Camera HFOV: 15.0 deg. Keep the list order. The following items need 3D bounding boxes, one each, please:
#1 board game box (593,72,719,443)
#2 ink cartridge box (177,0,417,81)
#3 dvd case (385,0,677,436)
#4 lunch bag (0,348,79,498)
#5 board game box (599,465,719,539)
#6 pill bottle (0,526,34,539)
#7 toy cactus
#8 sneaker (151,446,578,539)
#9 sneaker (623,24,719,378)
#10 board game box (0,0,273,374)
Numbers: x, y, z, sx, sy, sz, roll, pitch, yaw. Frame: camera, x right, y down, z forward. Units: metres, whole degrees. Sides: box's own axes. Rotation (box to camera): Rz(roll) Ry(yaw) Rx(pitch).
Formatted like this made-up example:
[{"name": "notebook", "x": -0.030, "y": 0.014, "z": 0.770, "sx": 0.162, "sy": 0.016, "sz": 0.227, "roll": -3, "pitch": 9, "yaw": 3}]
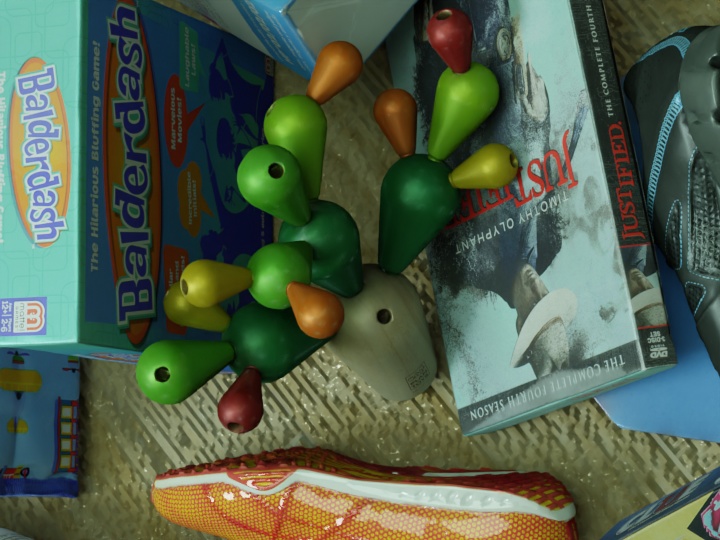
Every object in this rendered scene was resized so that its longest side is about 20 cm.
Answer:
[{"name": "board game box", "x": 0.179, "y": -0.004, "z": 1.152, "sx": 0.200, "sy": 0.039, "sz": 0.158, "roll": 7, "pitch": 94, "yaw": 24}, {"name": "ink cartridge box", "x": -0.053, "y": -0.176, "z": 1.204, "sx": 0.200, "sy": 0.068, "sz": 0.115, "roll": 33, "pitch": 78, "yaw": 36}, {"name": "dvd case", "x": 0.068, "y": -0.040, "z": 1.162, "sx": 0.146, "sy": 0.022, "sz": 0.200, "roll": -25, "pitch": 74, "yaw": 58}, {"name": "lunch bag", "x": -0.236, "y": 0.033, "z": 1.295, "sx": 0.200, "sy": 0.094, "sz": 0.151, "roll": -4, "pitch": 83, "yaw": 33}, {"name": "board game box", "x": 0.191, "y": 0.127, "z": 1.059, "sx": 0.136, "sy": 0.035, "sz": 0.200, "roll": 54, "pitch": 139, "yaw": 0}, {"name": "pill bottle", "x": -0.158, "y": 0.177, "z": 1.225, "sx": 0.200, "sy": 0.111, "sz": 0.112, "roll": 18, "pitch": 91, "yaw": 22}, {"name": "toy cactus", "x": 0.000, "y": 0.000, "z": 1.146, "sx": 0.102, "sy": 0.165, "sz": 0.200, "roll": 25, "pitch": 69, "yaw": 36}, {"name": "sneaker", "x": -0.004, "y": 0.119, "z": 1.194, "sx": 0.200, "sy": 0.073, "sz": 0.077, "roll": 7, "pitch": 97, "yaw": 25}, {"name": "sneaker", "x": 0.161, "y": -0.004, "z": 1.110, "sx": 0.082, "sy": 0.073, "sz": 0.200, "roll": 0, "pitch": 102, "yaw": 60}, {"name": "board game box", "x": -0.094, "y": -0.036, "z": 1.174, "sx": 0.045, "sy": 0.200, "sz": 0.152, "roll": -2, "pitch": 85, "yaw": 21}]
